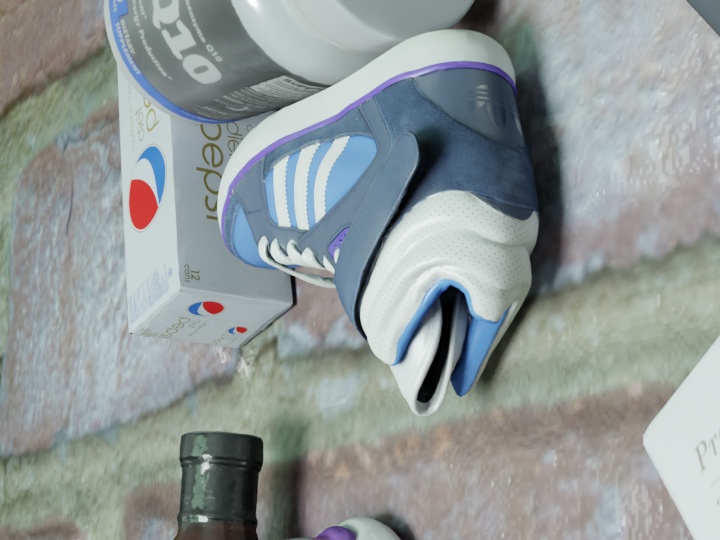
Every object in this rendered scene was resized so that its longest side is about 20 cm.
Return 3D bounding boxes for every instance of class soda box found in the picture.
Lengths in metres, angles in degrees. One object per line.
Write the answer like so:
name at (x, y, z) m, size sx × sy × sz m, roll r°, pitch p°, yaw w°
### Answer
soda box at (-0.085, -0.065, 1.001) m, size 0.064 × 0.068 × 0.202 m, roll -37°, pitch 51°, yaw 50°

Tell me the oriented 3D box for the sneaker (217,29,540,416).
sneaker at (0.000, 0.000, 0.821) m, size 0.200 × 0.080 × 0.148 m, roll -33°, pitch 50°, yaw 46°

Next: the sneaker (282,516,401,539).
sneaker at (-0.036, 0.205, 0.817) m, size 0.080 × 0.088 × 0.202 m, roll -9°, pitch 75°, yaw 60°

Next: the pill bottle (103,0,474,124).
pill bottle at (-0.033, -0.137, 0.887) m, size 0.199 × 0.113 × 0.115 m, roll -9°, pitch 74°, yaw 59°

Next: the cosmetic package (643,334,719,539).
cosmetic package at (0.196, 0.058, 0.382) m, size 0.168 × 0.165 × 0.201 m, roll -58°, pitch 37°, yaw 33°

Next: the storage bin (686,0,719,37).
storage bin at (0.176, -0.121, 0.522) m, size 0.135 × 0.145 × 0.200 m, roll 56°, pitch 134°, yaw 14°

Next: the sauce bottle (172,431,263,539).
sauce bottle at (-0.072, 0.177, 0.885) m, size 0.066 × 0.066 × 0.202 m, roll -16°, pitch 69°, yaw 58°
